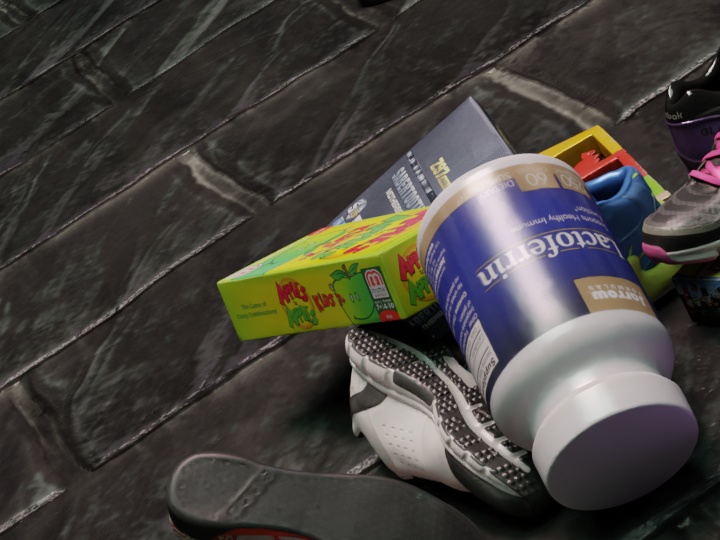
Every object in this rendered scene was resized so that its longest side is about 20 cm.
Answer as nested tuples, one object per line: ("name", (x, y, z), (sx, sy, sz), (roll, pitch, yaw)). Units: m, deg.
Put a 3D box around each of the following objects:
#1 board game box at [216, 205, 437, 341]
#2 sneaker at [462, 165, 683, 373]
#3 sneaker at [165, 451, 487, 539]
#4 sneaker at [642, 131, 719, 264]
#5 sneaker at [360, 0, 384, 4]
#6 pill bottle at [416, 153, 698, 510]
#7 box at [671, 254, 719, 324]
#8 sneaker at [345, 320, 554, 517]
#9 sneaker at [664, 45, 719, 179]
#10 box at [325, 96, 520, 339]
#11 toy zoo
("board game box", (0.000, 0.000, 1.446), (0.101, 0.048, 0.200), (-28, 10, -34))
("sneaker", (0.125, 0.004, 1.405), (0.200, 0.105, 0.076), (-38, 25, -19))
("sneaker", (-0.017, 0.169, 1.289), (0.200, 0.108, 0.067), (13, 62, 9))
("sneaker", (0.250, -0.082, 1.362), (0.200, 0.088, 0.074), (-35, 24, -11))
("sneaker", (0.061, -0.335, 2.156), (0.199, 0.083, 0.072), (-21, 26, 19))
("pill bottle", (0.117, 0.036, 1.271), (0.115, 0.116, 0.200), (-28, 52, 4))
("box", (0.310, -0.039, 1.365), (0.200, 0.038, 0.136), (-44, 28, -29))
("sneaker", (0.059, 0.106, 1.346), (0.073, 0.080, 0.200), (-10, 30, -29))
("sneaker", (0.303, -0.144, 1.514), (0.200, 0.088, 0.076), (-36, 25, -15))
("box", (0.058, -0.033, 1.576), (0.158, 0.051, 0.200), (-41, 24, 9))
("toy zoo", (0.145, -0.048, 1.586), (0.131, 0.021, 0.200), (-30, 24, 1))
